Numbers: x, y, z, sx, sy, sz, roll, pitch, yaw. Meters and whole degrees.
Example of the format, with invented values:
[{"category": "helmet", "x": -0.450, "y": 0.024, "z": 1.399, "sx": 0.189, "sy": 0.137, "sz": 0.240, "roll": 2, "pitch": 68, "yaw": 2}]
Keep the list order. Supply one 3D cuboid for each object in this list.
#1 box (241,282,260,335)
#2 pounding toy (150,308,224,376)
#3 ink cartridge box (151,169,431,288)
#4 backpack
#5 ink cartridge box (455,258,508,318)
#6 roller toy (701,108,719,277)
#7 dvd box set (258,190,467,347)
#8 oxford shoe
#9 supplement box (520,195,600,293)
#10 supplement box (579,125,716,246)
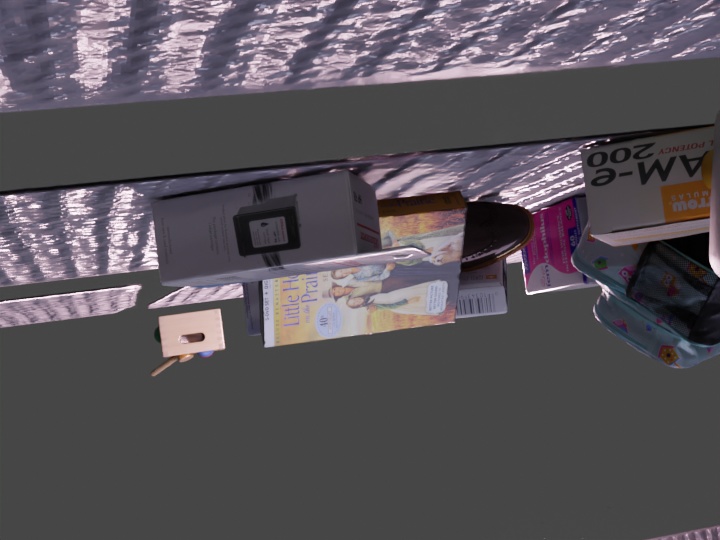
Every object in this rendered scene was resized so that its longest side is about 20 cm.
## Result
[{"category": "box", "x": -0.028, "y": 0.021, "z": 1.439, "sx": 0.183, "sy": 0.106, "sz": 0.199, "roll": -3, "pitch": 175, "yaw": -44}, {"category": "pounding toy", "x": -0.447, "y": 0.184, "z": 2.766, "sx": 0.198, "sy": 0.144, "sz": 0.184, "roll": -8, "pitch": 176, "yaw": -8}, {"category": "ink cartridge box", "x": -0.050, "y": -0.032, "z": 0.864, "sx": 0.198, "sy": 0.067, "sz": 0.116, "roll": -8, "pitch": 176, "yaw": 11}, {"category": "backpack", "x": 0.323, "y": -0.002, "z": 1.132, "sx": 0.175, "sy": 0.200, "sz": 0.154, "roll": -12, "pitch": 136, "yaw": -44}, {"category": "ink cartridge box", "x": 0.065, "y": 0.001, "z": 1.217, "sx": 0.196, "sy": 0.044, "sz": 0.200, "roll": -6, "pitch": -158, "yaw": 10}, {"category": "roller toy", "x": 0.324, "y": -0.058, "z": 0.710, "sx": 0.180, "sy": 0.141, "sz": 0.200, "roll": 3, "pitch": 177, "yaw": 10}, {"category": "dvd box set", "x": 0.000, "y": 0.000, "z": 1.046, "sx": 0.198, "sy": 0.147, "sz": 0.030, "roll": -7, "pitch": -141, "yaw": -12}, {"category": "oxford shoe", "x": 0.079, "y": -0.035, "z": 1.115, "sx": 0.198, "sy": 0.072, "sz": 0.073, "roll": -9, "pitch": 170, "yaw": 12}, {"category": "supplement box", "x": 0.275, "y": -0.031, "z": 1.327, "sx": 0.102, "sy": 0.102, "sz": 0.200, "roll": -7, "pitch": 176, "yaw": -11}, {"category": "supplement box", "x": 0.264, "y": -0.069, "z": 0.933, "sx": 0.125, "sy": 0.074, "sz": 0.200, "roll": -9, "pitch": 176, "yaw": 17}]
